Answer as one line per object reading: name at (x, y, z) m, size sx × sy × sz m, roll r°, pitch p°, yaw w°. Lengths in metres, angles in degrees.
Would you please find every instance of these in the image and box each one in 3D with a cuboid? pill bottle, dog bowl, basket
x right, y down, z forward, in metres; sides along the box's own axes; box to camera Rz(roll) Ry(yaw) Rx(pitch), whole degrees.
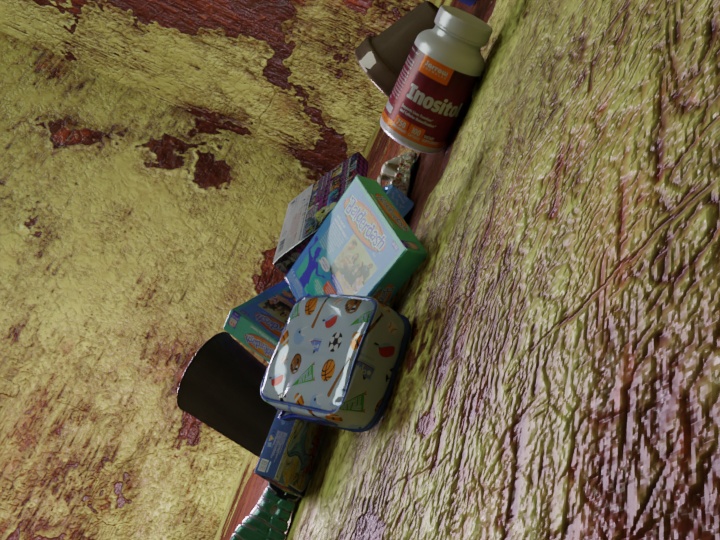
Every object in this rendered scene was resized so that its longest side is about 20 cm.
pill bottle at (0.116, -0.290, 1.035) m, size 0.113 × 0.113 × 0.200 m, roll -78°, pitch 11°, yaw -59°
dog bowl at (0.000, -0.085, 1.189) m, size 0.200 × 0.050 × 0.112 m, roll -28°, pitch 17°, yaw 35°
basket at (-0.183, 0.223, 1.129) m, size 0.136 × 0.200 × 0.180 m, roll -44°, pitch -20°, yaw -42°

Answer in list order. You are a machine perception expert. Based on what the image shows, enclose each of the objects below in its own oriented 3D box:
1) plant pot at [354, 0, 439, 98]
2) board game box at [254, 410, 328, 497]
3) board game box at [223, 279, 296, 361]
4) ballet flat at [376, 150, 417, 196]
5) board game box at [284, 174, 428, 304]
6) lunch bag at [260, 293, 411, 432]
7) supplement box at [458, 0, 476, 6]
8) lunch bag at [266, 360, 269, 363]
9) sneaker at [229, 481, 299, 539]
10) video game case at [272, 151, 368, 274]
plant pot at (0.116, -0.447, 1.393) m, size 0.175 × 0.200 × 0.200 m, roll -45°, pitch 16°, yaw 25°
board game box at (-0.085, 0.225, 1.018) m, size 0.135 × 0.034 × 0.200 m, roll 64°, pitch -139°, yaw -59°
board game box at (-0.114, 0.092, 1.158) m, size 0.045 × 0.152 × 0.200 m, roll -61°, pitch -13°, yaw 25°
ballet flat at (0.066, -0.175, 1.295) m, size 0.200 × 0.064 × 0.076 m, roll -74°, pitch 8°, yaw -49°
board game box at (-0.013, -0.005, 0.932) m, size 0.200 × 0.045 × 0.152 m, roll -52°, pitch 49°, yaw 28°
lunch bag at (-0.037, 0.111, 0.814) m, size 0.200 × 0.076 × 0.161 m, roll -5°, pitch 61°, yaw 54°
supplement box at (0.237, -0.684, 1.433) m, size 0.110 × 0.109 × 0.200 m, roll -102°, pitch 35°, yaw -80°
lunch bag at (-0.160, 0.143, 1.470) m, size 0.170 × 0.200 × 0.127 m, roll 138°, pitch 155°, yaw -74°
sneaker at (-0.142, 0.394, 1.082) m, size 0.200 × 0.074 × 0.088 m, roll -57°, pitch -6°, yaw -9°
video game case at (-0.067, -0.105, 1.201) m, size 0.181 × 0.036 × 0.200 m, roll -34°, pitch 28°, yaw 25°
